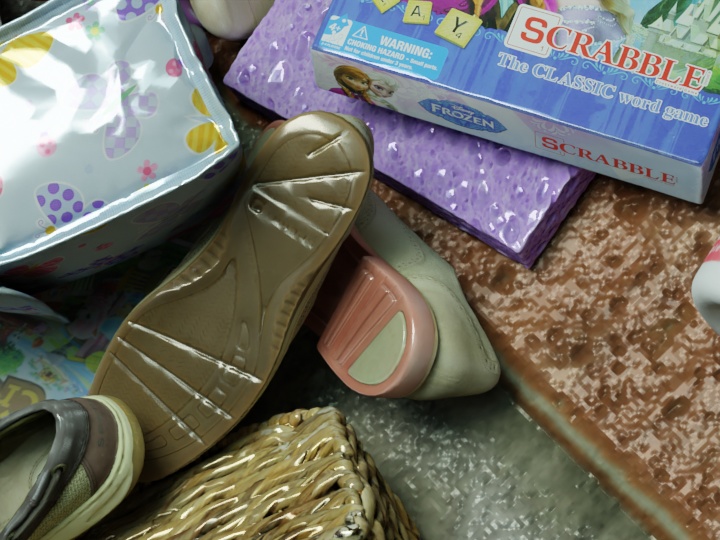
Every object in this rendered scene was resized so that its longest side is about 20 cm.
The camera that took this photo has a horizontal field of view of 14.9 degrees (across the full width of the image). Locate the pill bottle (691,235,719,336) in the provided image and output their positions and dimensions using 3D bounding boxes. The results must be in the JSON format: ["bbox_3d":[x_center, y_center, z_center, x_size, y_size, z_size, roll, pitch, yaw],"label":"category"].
[{"bbox_3d":[0.242,-0.043,1.237,0.108,0.109,0.201,28,79,28],"label":"pill bottle"}]

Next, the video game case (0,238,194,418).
[{"bbox_3d":[-0.188,0.038,1.373,0.199,0.022,0.183,19,61,33],"label":"video game case"}]

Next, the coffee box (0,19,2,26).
[{"bbox_3d":[-0.259,-0.149,1.448,0.114,0.079,0.201,-41,49,28],"label":"coffee box"}]

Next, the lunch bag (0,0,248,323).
[{"bbox_3d":[-0.156,-0.043,1.287,0.199,0.170,0.128,-24,85,-3],"label":"lunch bag"}]

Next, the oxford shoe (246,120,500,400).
[{"bbox_3d":[0.000,0.000,1.341,0.071,0.073,0.200,-56,41,23],"label":"oxford shoe"}]

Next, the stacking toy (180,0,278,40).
[{"bbox_3d":[-0.132,-0.184,1.454,0.199,0.085,0.086,18,75,30],"label":"stacking toy"}]

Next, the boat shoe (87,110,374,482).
[{"bbox_3d":[-0.055,0.014,1.290,0.071,0.065,0.200,39,101,4],"label":"boat shoe"}]

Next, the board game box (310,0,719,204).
[{"bbox_3d":[0.103,-0.152,1.336,0.199,0.041,0.201,17,66,13],"label":"board game box"}]

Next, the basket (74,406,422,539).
[{"bbox_3d":[-0.056,0.178,1.280,0.199,0.149,0.143,-30,27,6],"label":"basket"}]

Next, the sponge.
[{"bbox_3d":[0.038,-0.093,1.379,0.199,0.030,0.112,31,81,28],"label":"sponge"}]

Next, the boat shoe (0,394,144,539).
[{"bbox_3d":[-0.188,0.120,1.254,0.200,0.065,0.073,-43,55,14],"label":"boat shoe"}]

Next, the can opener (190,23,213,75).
[{"bbox_3d":[-0.166,-0.070,1.398,0.199,0.067,0.053,-23,39,-11],"label":"can opener"}]
